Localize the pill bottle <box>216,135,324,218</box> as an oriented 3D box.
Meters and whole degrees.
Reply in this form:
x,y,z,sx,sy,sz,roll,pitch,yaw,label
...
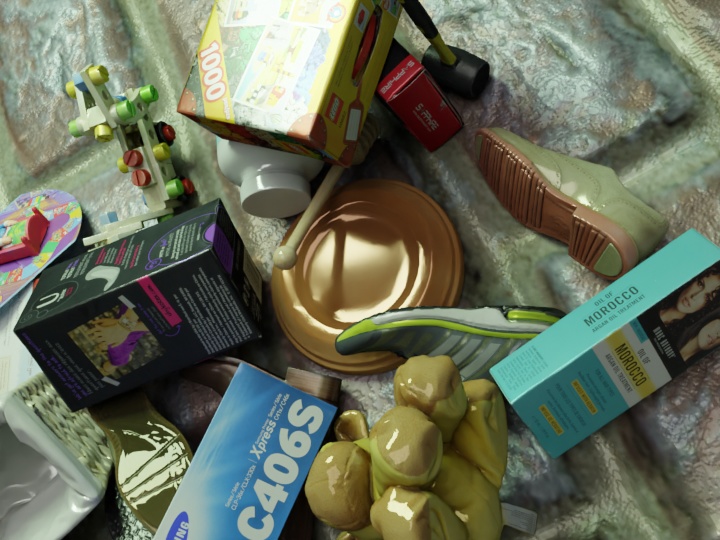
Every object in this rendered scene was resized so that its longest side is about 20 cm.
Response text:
x,y,z,sx,sy,sz,roll,pitch,yaw,label
-0.094,-0.158,0.855,0.111,0.111,0.200,-14,67,16,pill bottle

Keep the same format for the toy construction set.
x,y,z,sx,sy,sz,roll,pitch,yaw,label
-0.243,-0.111,0.873,0.092,0.131,0.200,-2,98,14,toy construction set

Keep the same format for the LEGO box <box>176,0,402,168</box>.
x,y,z,sx,sy,sz,roll,pitch,yaw,label
-0.056,-0.208,0.739,0.149,0.077,0.200,15,85,28,LEGO box

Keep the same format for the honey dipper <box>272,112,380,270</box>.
x,y,z,sx,sy,sz,roll,pitch,yaw,label
-0.035,-0.079,0.804,0.038,0.038,0.200,12,53,24,honey dipper

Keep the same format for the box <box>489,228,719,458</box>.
x,y,z,sx,sy,sz,roll,pitch,yaw,label
0.211,0.061,0.670,0.200,0.082,0.049,-36,31,6,box

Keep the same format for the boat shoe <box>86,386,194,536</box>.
x,y,z,sx,sy,sz,roll,pitch,yaw,label
-0.202,0.178,0.791,0.073,0.063,0.201,-34,52,-18,boat shoe

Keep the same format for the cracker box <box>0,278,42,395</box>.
x,y,z,sx,sy,sz,roll,pitch,yaw,label
-0.408,0.090,0.922,0.200,0.058,0.134,-8,70,19,cracker box

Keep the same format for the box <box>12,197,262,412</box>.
x,y,z,sx,sy,sz,roll,pitch,yaw,label
-0.205,0.031,0.799,0.200,0.106,0.122,-21,28,6,box

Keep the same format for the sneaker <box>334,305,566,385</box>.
x,y,z,sx,sy,sz,roll,pitch,yaw,label
0.077,0.071,0.717,0.200,0.074,0.081,-1,88,6,sneaker

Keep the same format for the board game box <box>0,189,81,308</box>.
x,y,z,sx,sy,sz,roll,pitch,yaw,label
-0.411,-0.031,0.932,0.158,0.039,0.200,27,66,40,board game box

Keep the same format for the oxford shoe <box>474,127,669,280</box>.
x,y,z,sx,sy,sz,roll,pitch,yaw,label
0.185,-0.073,0.754,0.074,0.071,0.200,-33,60,-20,oxford shoe

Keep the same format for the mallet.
x,y,z,sx,sy,sz,roll,pitch,yaw,label
0.059,-0.220,0.769,0.066,0.200,0.041,29,92,31,mallet

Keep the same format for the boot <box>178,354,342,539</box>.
x,y,z,sx,sy,sz,roll,pitch,yaw,label
-0.117,0.185,0.781,0.186,0.064,0.200,7,80,25,boot

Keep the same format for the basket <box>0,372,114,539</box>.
x,y,z,sx,sy,sz,roll,pitch,yaw,label
-0.351,0.210,0.799,0.200,0.123,0.136,-40,101,4,basket

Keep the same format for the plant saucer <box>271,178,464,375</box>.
x,y,z,sx,sy,sz,roll,pitch,yaw,label
0.000,0.000,0.807,0.200,0.037,0.200,-7,69,19,plant saucer

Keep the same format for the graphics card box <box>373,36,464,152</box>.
x,y,z,sx,sy,sz,roll,pitch,yaw,label
0.009,-0.215,0.826,0.051,0.125,0.200,-42,64,9,graphics card box

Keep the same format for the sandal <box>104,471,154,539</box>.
x,y,z,sx,sy,sz,roll,pitch,yaw,label
-0.195,0.257,0.783,0.075,0.045,0.200,-18,51,-2,sandal

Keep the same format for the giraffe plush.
x,y,z,sx,sy,sz,roll,pitch,yaw,label
0.029,0.171,0.679,0.162,0.200,0.173,-8,46,36,giraffe plush

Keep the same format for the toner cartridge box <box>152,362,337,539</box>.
x,y,z,sx,sy,sz,roll,pitch,yaw,label
-0.104,0.189,0.707,0.095,0.043,0.200,25,77,-2,toner cartridge box
